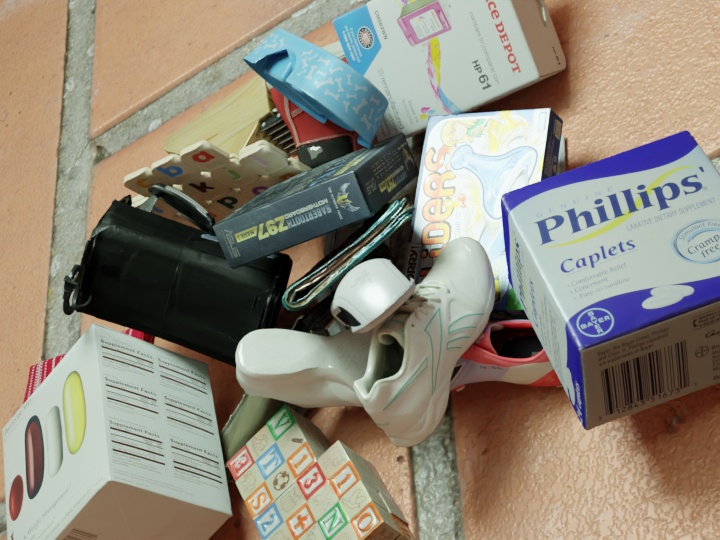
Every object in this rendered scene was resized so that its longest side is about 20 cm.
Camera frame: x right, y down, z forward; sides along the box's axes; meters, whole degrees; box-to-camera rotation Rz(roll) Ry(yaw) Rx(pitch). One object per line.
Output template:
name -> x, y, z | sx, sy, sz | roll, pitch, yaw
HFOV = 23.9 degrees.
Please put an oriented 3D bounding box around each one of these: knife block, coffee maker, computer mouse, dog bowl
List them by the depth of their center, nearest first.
computer mouse -> 0.002, 0.014, 1.532 | 0.109, 0.044, 0.200 | -40, 7, -8
dog bowl -> -0.042, -0.189, 1.725 | 0.050, 0.111, 0.200 | -53, 35, -1
coffee maker -> -0.182, 0.025, 1.734 | 0.198, 0.136, 0.193 | 18, 41, 4
knife block -> -0.115, -0.181, 1.961 | 0.199, 0.064, 0.177 | 16, 72, 47

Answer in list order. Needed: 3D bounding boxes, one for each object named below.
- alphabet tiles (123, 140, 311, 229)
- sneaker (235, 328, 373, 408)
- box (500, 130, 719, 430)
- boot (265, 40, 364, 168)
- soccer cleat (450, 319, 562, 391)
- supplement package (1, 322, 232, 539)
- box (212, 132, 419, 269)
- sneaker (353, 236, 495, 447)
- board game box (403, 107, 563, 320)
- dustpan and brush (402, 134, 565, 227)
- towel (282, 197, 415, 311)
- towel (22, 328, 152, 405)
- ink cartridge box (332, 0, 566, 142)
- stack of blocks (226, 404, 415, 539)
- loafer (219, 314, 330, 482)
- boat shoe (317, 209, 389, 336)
alphabet tiles -> -0.149, -0.084, 1.821 | 0.199, 0.195, 0.015 | -21, 61, 31
sneaker -> -0.020, 0.104, 1.637 | 0.197, 0.089, 0.076 | 8, 56, 2
box -> 0.233, 0.004, 1.429 | 0.182, 0.106, 0.201 | -19, 44, -5
boot -> 0.011, -0.184, 1.855 | 0.198, 0.072, 0.146 | -22, 86, -8
soccer cleat -> 0.098, 0.074, 1.542 | 0.198, 0.077, 0.067 | -3, 56, 22
supplement package -> -0.250, 0.202, 1.710 | 0.191, 0.146, 0.201 | -46, 38, 29
box -> -0.039, -0.071, 1.680 | 0.156, 0.051, 0.200 | -21, 9, 19
sneaker -> 0.058, 0.050, 1.495 | 0.070, 0.080, 0.202 | -1, 57, 44
board game box -> 0.115, -0.052, 1.620 | 0.134, 0.034, 0.202 | -2, 70, 31
dustpan and brush -> 0.103, -0.065, 1.680 | 0.199, 0.057, 0.141 | -21, 49, 31
towel -> -0.016, -0.016, 1.593 | 0.146, 0.022, 0.200 | -39, 4, -1
towel -> -0.318, 0.143, 1.941 | 0.199, 0.022, 0.146 | -20, 49, 31
ink cartridge box -> 0.091, -0.233, 1.744 | 0.199, 0.084, 0.146 | -21, 92, 29
stack of blocks -> -0.039, 0.218, 1.604 | 0.115, 0.058, 0.200 | -44, 41, 8
loafer -> -0.090, 0.121, 1.712 | 0.201, 0.070, 0.075 | -53, 41, -3
boat shoe -> 0.000, 0.000, 1.715 | 0.066, 0.073, 0.201 | -31, 44, 25
